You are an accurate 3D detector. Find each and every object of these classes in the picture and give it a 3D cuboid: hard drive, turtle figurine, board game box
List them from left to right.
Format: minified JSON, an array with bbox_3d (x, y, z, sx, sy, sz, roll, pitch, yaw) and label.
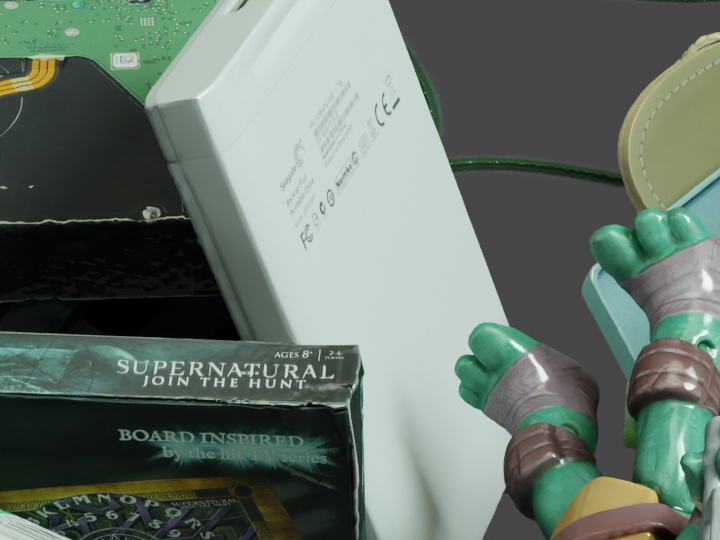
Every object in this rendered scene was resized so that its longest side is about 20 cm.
[{"bbox_3d":[-0.116,-0.044,0.936,0.199,0.038,0.140,-3,39,-6],"label":"hard drive"},{"bbox_3d":[-0.098,0.073,0.821,0.199,0.136,0.028,2,43,3],"label":"board game box"},{"bbox_3d":[0.000,0.000,0.874,0.027,0.201,0.132,-8,30,27],"label":"hard drive"},{"bbox_3d":[0.062,0.077,0.751,0.149,0.101,0.200,-22,31,23],"label":"turtle figurine"}]

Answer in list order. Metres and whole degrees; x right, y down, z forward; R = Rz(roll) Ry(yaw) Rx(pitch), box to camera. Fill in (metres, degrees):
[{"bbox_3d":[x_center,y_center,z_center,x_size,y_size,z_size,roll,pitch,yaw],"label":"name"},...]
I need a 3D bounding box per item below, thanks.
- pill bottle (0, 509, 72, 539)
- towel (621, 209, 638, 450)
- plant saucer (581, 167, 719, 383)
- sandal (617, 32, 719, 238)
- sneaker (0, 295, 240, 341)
[{"bbox_3d":[-0.049,0.146,0.736,0.199,0.114,0.113,20,40,27],"label":"pill bottle"},{"bbox_3d":[0.173,0.002,1.016,0.148,0.031,0.200,3,35,7],"label":"towel"},{"bbox_3d":[0.150,-0.014,0.974,0.200,0.070,0.019,-36,11,-39],"label":"plant saucer"},{"bbox_3d":[0.146,-0.056,1.038,0.211,0.078,0.069,-26,13,-41],"label":"sandal"},{"bbox_3d":[-0.091,0.023,0.947,0.199,0.080,0.078,19,38,23],"label":"sneaker"}]
